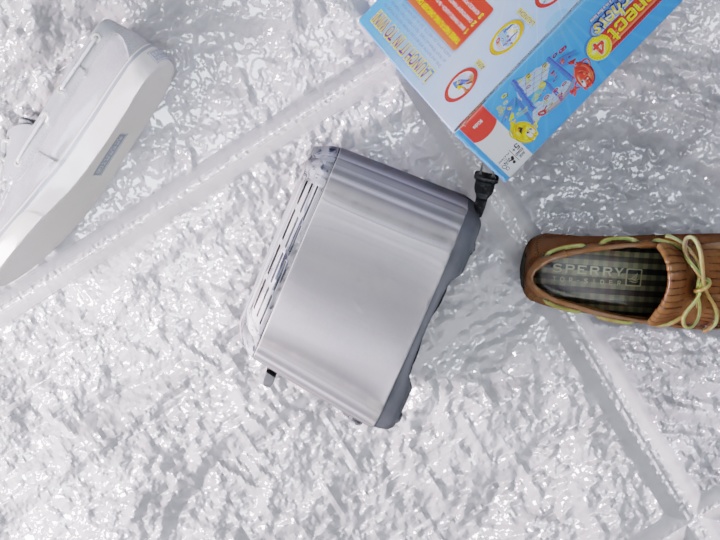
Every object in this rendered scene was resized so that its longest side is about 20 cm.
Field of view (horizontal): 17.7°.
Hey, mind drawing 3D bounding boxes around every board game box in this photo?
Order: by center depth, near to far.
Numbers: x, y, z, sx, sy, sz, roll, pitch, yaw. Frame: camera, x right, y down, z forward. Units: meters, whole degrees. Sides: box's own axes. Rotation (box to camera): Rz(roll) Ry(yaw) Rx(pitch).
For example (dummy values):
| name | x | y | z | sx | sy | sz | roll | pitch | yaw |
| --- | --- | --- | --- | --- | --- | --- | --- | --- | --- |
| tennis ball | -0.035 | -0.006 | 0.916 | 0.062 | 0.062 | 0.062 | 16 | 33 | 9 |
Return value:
| name | x | y | z | sx | sy | sz | roll | pitch | yaw |
| --- | --- | --- | --- | --- | --- | --- | --- | --- | --- |
| board game box | 0.112 | -0.182 | 1.515 | 0.196 | 0.200 | 0.056 | -46 | 122 | 7 |

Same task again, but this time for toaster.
| name | x | y | z | sx | sy | sz | roll | pitch | yaw |
| --- | --- | --- | --- | --- | --- | --- | --- | --- | --- |
| toaster | 0.000 | 0.000 | 1.592 | 0.128 | 0.114 | 0.201 | 23 | 101 | -3 |

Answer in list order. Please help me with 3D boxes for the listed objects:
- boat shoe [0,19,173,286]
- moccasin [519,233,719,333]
| name | x | y | z | sx | sy | sz | roll | pitch | yaw |
| --- | --- | --- | --- | --- | --- | --- | --- | --- | --- |
| boat shoe | -0.211 | -0.083 | 1.598 | 0.068 | 0.072 | 0.201 | 39 | 105 | 14 |
| moccasin | 0.212 | 0.005 | 1.614 | 0.199 | 0.078 | 0.074 | 9 | 100 | -3 |
